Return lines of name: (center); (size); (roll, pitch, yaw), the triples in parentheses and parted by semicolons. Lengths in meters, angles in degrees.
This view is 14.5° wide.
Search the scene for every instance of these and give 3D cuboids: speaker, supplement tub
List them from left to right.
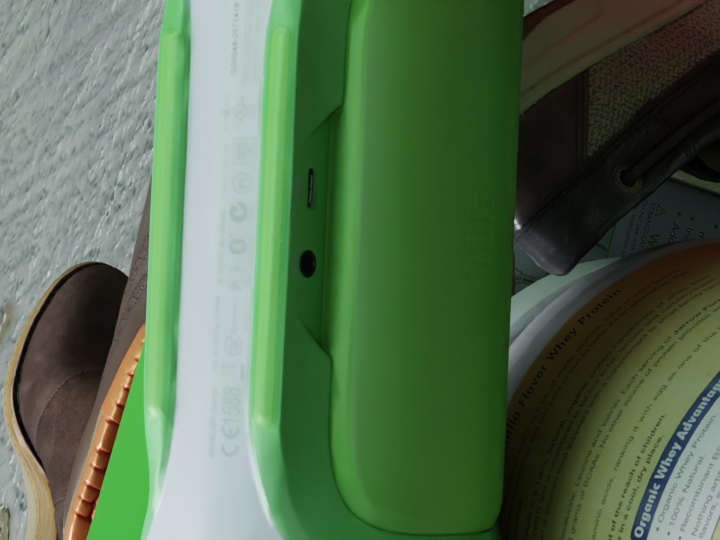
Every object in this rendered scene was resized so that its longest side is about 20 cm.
speaker: (-0.005, -0.008, 0.639); (0.088, 0.088, 0.200); (1, 88, 64)
supplement tub: (0.107, 0.069, 0.661); (0.200, 0.144, 0.145); (18, 91, 64)

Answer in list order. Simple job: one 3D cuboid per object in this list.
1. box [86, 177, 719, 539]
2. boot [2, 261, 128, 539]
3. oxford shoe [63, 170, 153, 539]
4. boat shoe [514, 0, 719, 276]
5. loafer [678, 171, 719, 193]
box: (0.029, 0.061, 0.788); (0.097, 0.176, 0.200); (14, 88, 64)
boot: (-0.077, 0.073, 1.154); (0.166, 0.072, 0.200); (-22, 54, 45)
oxford shoe: (-0.038, 0.006, 0.846); (0.073, 0.071, 0.200); (15, 76, 58)
boat shoe: (0.098, -0.052, 0.743); (0.072, 0.201, 0.066); (-37, 81, 51)
loafer: (0.104, -0.114, 0.864); (0.076, 0.068, 0.200); (-35, 46, 53)
